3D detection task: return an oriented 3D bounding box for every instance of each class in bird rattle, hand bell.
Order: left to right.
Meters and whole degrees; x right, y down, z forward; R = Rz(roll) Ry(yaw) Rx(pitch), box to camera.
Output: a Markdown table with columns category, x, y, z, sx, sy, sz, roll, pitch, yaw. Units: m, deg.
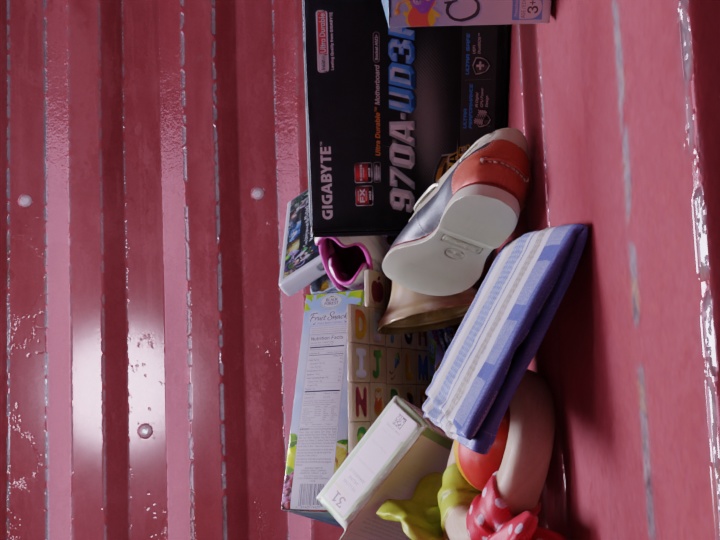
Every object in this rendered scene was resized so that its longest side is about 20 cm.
| category | x | y | z | sx | sy | sz | roll | pitch | yaw |
| --- | --- | --- | --- | --- | --- | --- | --- | --- | --- |
| hand bell | 0.047 | -0.051 | 0.922 | 0.104 | 0.104 | 0.200 | 97 | 162 | -77 |
| bird rattle | 0.083 | 0.142 | 0.689 | 0.200 | 0.113 | 0.163 | 119 | 166 | -81 |

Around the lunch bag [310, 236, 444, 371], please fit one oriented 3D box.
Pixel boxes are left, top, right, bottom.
| category | x | y | z | sx | sy | sz | roll | pitch | yaw |
| --- | --- | --- | --- | --- | --- | --- | --- | --- | --- |
| lunch bag | 0.026 | 0.028 | 1.182 | 0.200 | 0.127 | 0.170 | -77 | -32 | -56 |

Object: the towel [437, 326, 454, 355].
| category | x | y | z | sx | sy | sz | roll | pitch | yaw |
| --- | --- | --- | --- | --- | --- | --- | --- | --- | --- |
| towel | 0.079 | 0.053 | 1.039 | 0.145 | 0.024 | 0.200 | 65 | -168 | -71 |

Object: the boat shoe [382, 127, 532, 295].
| category | x | y | z | sx | sy | sz | roll | pitch | yaw |
| --- | --- | --- | --- | --- | --- | --- | --- | --- | --- |
| boat shoe | 0.072 | -0.037 | 0.780 | 0.200 | 0.071 | 0.063 | 127 | 161 | -63 |

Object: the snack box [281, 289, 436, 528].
| category | x | y | z | sx | sy | sz | roll | pitch | yaw |
| --- | --- | --- | --- | --- | --- | --- | --- | --- | --- |
| snack box | 0.005 | 0.139 | 0.968 | 0.169 | 0.068 | 0.200 | 35 | -127 | -55 |

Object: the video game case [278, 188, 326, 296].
| category | x | y | z | sx | sy | sz | roll | pitch | yaw |
| --- | --- | --- | --- | --- | --- | --- | --- | --- | --- |
| video game case | -0.010 | -0.072 | 1.150 | 0.023 | 0.182 | 0.200 | 50 | -162 | -25 |

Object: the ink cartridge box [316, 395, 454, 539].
| category | x | y | z | sx | sy | sz | roll | pitch | yaw |
| --- | --- | --- | --- | --- | --- | --- | --- | --- | --- |
| ink cartridge box | 0.016 | 0.210 | 0.827 | 0.048 | 0.200 | 0.146 | 40 | -177 | 40 |

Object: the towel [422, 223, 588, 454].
| category | x | y | z | sx | sy | sz | roll | pitch | yaw |
| --- | --- | --- | --- | --- | --- | --- | --- | --- | --- |
| towel | 0.089 | 0.041 | 0.664 | 0.147 | 0.024 | 0.200 | -63 | 2 | -3 |

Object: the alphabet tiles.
| category | x | y | z | sx | sy | sz | roll | pitch | yaw |
| --- | --- | --- | --- | --- | --- | --- | --- | --- | --- |
| alphabet tiles | 0.029 | 0.103 | 0.940 | 0.166 | 0.006 | 0.200 | 15 | -108 | -61 |

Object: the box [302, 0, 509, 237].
| category | x | y | z | sx | sy | sz | roll | pitch | yaw |
| --- | --- | --- | --- | --- | --- | --- | --- | --- | --- |
| box | 0.035 | -0.129 | 0.823 | 0.046 | 0.159 | 0.200 | -100 | 9 | -68 |

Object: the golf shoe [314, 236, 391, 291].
| category | x | y | z | sx | sy | sz | roll | pitch | yaw |
| --- | --- | --- | --- | --- | --- | --- | --- | --- | --- |
| golf shoe | 0.000 | 0.000 | 0.980 | 0.200 | 0.075 | 0.092 | 65 | -147 | -42 |

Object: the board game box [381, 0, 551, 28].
| category | x | y | z | sx | sy | sz | roll | pitch | yaw |
| --- | --- | --- | --- | --- | --- | --- | --- | --- | --- |
| board game box | 0.063 | -0.241 | 0.704 | 0.200 | 0.103 | 0.105 | -95 | 4 | -63 |
